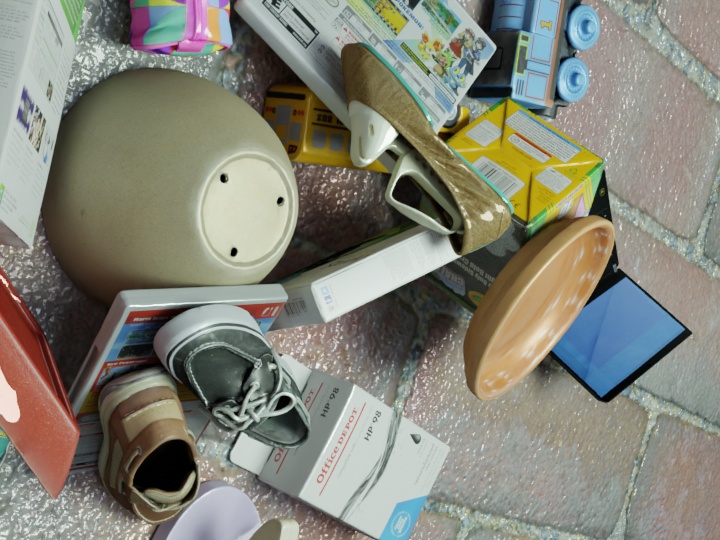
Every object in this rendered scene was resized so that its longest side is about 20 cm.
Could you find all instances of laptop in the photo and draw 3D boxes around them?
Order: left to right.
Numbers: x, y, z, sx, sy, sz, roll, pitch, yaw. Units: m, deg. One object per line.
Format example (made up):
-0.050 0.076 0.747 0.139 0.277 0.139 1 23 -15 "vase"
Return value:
0.272 0.014 1.250 0.177 0.103 0.201 -30 118 -34 "laptop"

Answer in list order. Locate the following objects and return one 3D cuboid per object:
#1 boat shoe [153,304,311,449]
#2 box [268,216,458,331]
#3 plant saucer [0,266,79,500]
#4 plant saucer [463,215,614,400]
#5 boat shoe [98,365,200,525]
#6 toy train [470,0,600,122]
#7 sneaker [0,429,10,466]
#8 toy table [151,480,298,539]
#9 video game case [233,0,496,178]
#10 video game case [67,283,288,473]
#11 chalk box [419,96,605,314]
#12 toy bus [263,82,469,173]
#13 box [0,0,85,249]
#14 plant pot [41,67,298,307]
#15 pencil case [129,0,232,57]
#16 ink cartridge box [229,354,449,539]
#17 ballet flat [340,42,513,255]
-0.089 0.091 0.843 0.073 0.068 0.200 -31 150 -2 "boat shoe"
0.000 0.000 0.964 0.199 0.144 0.037 -24 96 -36 "box"
-0.247 0.022 0.720 0.037 0.200 0.200 -31 120 -11 "plant saucer"
0.158 0.029 1.018 0.200 0.037 0.201 -41 154 -24 "plant saucer"
-0.161 0.155 0.863 0.075 0.072 0.200 -24 148 -18 "boat shoe"
0.181 -0.254 1.129 0.114 0.087 0.201 6 95 -36 "toy train"
-0.317 0.072 0.769 0.200 0.077 0.080 56 43 -39 "sneaker"
-0.111 0.295 0.955 0.183 0.117 0.201 -5 101 -41 "toy table"
0.012 -0.209 0.960 0.200 0.022 0.183 45 57 -15 "video game case"
-0.156 0.086 0.859 0.143 0.017 0.200 -2 138 -42 "video game case"
0.135 -0.039 1.079 0.124 0.124 0.200 -38 154 -30 "chalk box"
0.009 -0.130 1.009 0.199 0.065 0.079 2 97 -42 "toy bus"
-0.225 -0.124 0.736 0.036 0.144 0.201 12 80 -5 "box"
-0.125 -0.055 0.859 0.200 0.134 0.201 -9 104 -41 "plant pot"
-0.139 -0.263 0.838 0.088 0.088 0.201 -12 107 -40 "pencil case"
-0.015 0.174 1.048 0.200 0.067 0.116 37 75 -40 "ink cartridge box"
0.038 -0.090 0.894 0.072 0.068 0.200 -45 101 -16 "ballet flat"
